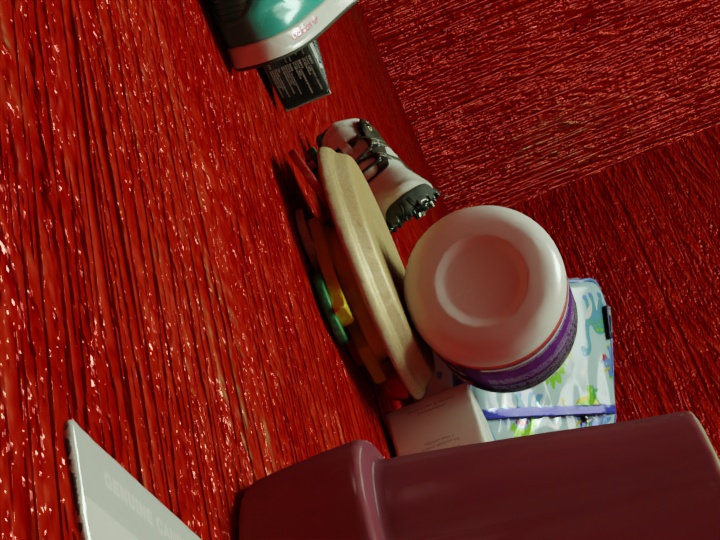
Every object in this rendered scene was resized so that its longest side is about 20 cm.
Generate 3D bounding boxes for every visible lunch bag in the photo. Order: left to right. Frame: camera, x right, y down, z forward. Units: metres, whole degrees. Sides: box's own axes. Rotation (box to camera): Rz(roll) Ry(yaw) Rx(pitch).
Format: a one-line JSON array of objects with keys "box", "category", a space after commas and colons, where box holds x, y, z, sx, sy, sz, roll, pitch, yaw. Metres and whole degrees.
[{"box": [0.135, 0.085, 1.439, 0.200, 0.082, 0.161, 4, 81, -41], "category": "lunch bag"}]

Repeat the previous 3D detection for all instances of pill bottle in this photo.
[{"box": [0.100, 0.028, 1.221, 0.200, 0.112, 0.113, 50, 20, -73], "category": "pill bottle"}]

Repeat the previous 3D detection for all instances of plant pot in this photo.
[{"box": [0.071, 0.146, 0.662, 0.200, 0.179, 0.200, -20, 90, -85], "category": "plant pot"}]

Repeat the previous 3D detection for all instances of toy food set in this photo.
[{"box": [0.000, 0.000, 1.197, 0.198, 0.049, 0.200, 62, 9, -50], "category": "toy food set"}]

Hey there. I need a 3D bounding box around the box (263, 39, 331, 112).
[{"box": [-0.089, -0.255, 1.310, 0.193, 0.047, 0.200, -106, 172, -54], "category": "box"}]

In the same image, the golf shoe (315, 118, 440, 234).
[{"box": [0.001, -0.074, 1.359, 0.095, 0.078, 0.200, 55, -7, -13], "category": "golf shoe"}]

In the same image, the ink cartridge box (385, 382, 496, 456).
[{"box": [0.084, 0.196, 1.173, 0.116, 0.067, 0.200, 62, 9, -51], "category": "ink cartridge box"}]

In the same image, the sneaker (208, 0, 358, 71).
[{"box": [-0.058, -0.231, 1.167, 0.121, 0.084, 0.200, 68, 29, -22], "category": "sneaker"}]

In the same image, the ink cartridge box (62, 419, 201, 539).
[{"box": [-0.029, 0.151, 0.379, 0.200, 0.044, 0.174, 59, 10, -57], "category": "ink cartridge box"}]
